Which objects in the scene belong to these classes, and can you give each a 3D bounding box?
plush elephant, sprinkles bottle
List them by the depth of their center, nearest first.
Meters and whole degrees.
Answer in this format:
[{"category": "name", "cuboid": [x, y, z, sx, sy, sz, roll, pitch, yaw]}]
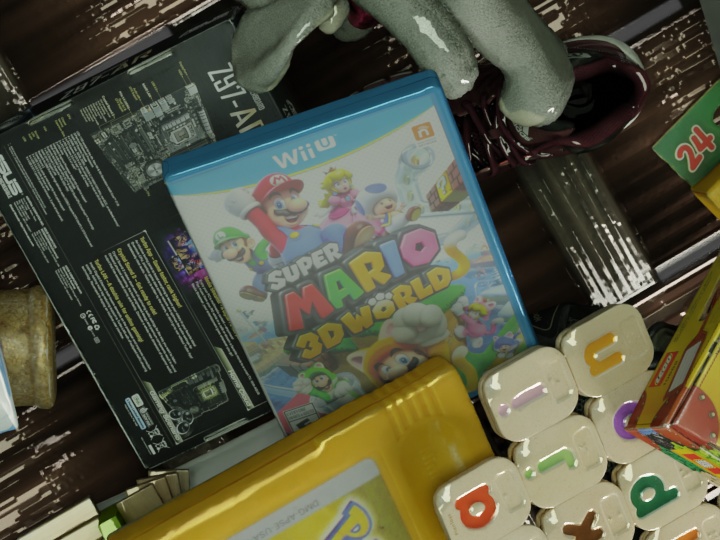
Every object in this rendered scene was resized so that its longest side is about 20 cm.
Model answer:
[{"category": "plush elephant", "cuboid": [0.003, -0.159, 1.403, 0.155, 0.200, 0.165, -17, 59, 35]}, {"category": "sprinkles bottle", "cuboid": [-0.263, 0.045, 1.477, 0.200, 0.068, 0.068, -2, 95, -4]}]

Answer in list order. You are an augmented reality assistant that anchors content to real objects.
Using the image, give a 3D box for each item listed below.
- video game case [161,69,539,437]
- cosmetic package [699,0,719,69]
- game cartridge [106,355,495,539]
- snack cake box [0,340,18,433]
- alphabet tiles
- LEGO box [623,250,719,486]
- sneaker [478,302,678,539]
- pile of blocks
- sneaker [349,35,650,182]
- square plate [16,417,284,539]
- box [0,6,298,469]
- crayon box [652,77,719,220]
[{"category": "video game case", "cuboid": [0.000, 0.000, 1.408, 0.143, 0.018, 0.200, -18, 129, 6]}, {"category": "cosmetic package", "cuboid": [0.206, -0.197, 1.426, 0.081, 0.113, 0.200, -13, 66, -2]}, {"category": "game cartridge", "cuboid": [-0.008, 0.164, 1.443, 0.200, 0.032, 0.176, -28, 114, -8]}, {"category": "snack cake box", "cuboid": [-0.249, 0.000, 1.416, 0.115, 0.067, 0.200, -14, 52, -3]}, {"category": "alphabet tiles", "cuboid": [0.138, 0.123, 1.460, 0.196, 0.015, 0.200, -29, 106, -19]}, {"category": "LEGO box", "cuboid": [0.253, 0.032, 1.436, 0.149, 0.077, 0.200, 31, 81, -8]}, {"category": "sneaker", "cuboid": [0.151, 0.103, 1.506, 0.114, 0.076, 0.200, -30, 91, 5]}, {"category": "pile of blocks", "cuboid": [-0.082, 0.148, 1.473, 0.200, 0.062, 0.082, -5, 95, -4]}, {"category": "sneaker", "cuboid": [0.061, -0.078, 1.464, 0.200, 0.116, 0.076, -21, 96, -2]}, {"category": "square plate", "cuboid": [-0.069, 0.201, 1.524, 0.200, 0.028, 0.198, -25, 96, -1]}, {"category": "box", "cuboid": [-0.089, -0.016, 1.469, 0.160, 0.044, 0.200, -26, 103, 11]}, {"category": "crayon box", "cuboid": [0.273, -0.040, 1.515, 0.200, 0.051, 0.127, 43, 91, -6]}]
